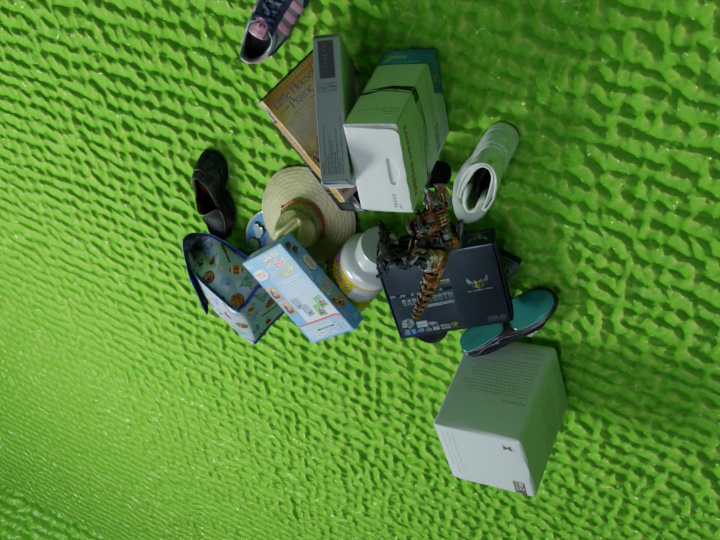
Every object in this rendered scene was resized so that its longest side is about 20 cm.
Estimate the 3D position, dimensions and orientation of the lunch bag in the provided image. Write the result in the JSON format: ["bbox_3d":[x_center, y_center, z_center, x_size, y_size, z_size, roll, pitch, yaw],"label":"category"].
[{"bbox_3d":[-0.263,0.028,1.844,0.199,0.124,0.171,38,162,21],"label":"lunch bag"}]

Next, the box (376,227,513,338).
[{"bbox_3d":[0.140,0.024,1.527,0.196,0.051,0.160,-10,123,14],"label":"box"}]

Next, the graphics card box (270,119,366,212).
[{"bbox_3d":[-0.055,-0.186,1.516,0.201,0.051,0.125,53,167,-16],"label":"graphics card box"}]

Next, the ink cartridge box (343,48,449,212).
[{"bbox_3d":[0.056,-0.201,1.335,0.083,0.201,0.146,4,132,22],"label":"ink cartridge box"}]

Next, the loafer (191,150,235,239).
[{"bbox_3d":[-0.286,-0.128,1.767,0.072,0.073,0.202,16,138,21],"label":"loafer"}]

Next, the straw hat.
[{"bbox_3d":[-0.110,-0.074,1.654,0.198,0.085,0.204,14,127,19],"label":"straw hat"}]

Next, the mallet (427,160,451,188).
[{"bbox_3d":[0.046,-0.166,1.491,0.197,0.066,0.042,15,107,28],"label":"mallet"}]

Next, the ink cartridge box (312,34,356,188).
[{"bbox_3d":[-0.031,-0.220,1.348,0.043,0.174,0.204,-3,91,5],"label":"ink cartridge box"}]

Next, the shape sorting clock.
[{"bbox_3d":[-0.135,-0.030,1.780,0.197,0.039,0.202,20,139,18],"label":"shape sorting clock"}]

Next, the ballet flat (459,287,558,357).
[{"bbox_3d":[0.259,0.091,1.589,0.199,0.073,0.073,-32,109,29],"label":"ballet flat"}]

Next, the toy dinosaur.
[{"bbox_3d":[0.090,-0.030,1.430,0.133,0.204,0.102,4,173,0],"label":"toy dinosaur"}]

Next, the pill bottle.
[{"bbox_3d":[0.000,0.000,1.644,0.104,0.105,0.200,37,148,-2],"label":"pill bottle"}]

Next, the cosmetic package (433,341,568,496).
[{"bbox_3d":[0.250,0.251,1.639,0.162,0.201,0.166,8,140,30],"label":"cosmetic package"}]

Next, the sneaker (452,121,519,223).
[{"bbox_3d":[0.168,-0.118,1.411,0.073,0.116,0.201,27,142,7],"label":"sneaker"}]

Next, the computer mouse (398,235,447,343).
[{"bbox_3d":[0.128,0.033,1.620,0.137,0.053,0.203,19,126,23],"label":"computer mouse"}]

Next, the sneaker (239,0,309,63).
[{"bbox_3d":[-0.126,-0.384,1.386,0.070,0.082,0.201,34,141,2],"label":"sneaker"}]

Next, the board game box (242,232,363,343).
[{"bbox_3d":[-0.104,0.036,1.664,0.200,0.037,0.150,49,147,-14],"label":"board game box"}]

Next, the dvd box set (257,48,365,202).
[{"bbox_3d":[-0.042,-0.228,1.433,0.200,0.147,0.029,48,163,-17],"label":"dvd box set"}]

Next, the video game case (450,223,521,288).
[{"bbox_3d":[0.185,0.019,1.613,0.141,0.019,0.202,27,139,12],"label":"video game case"}]
